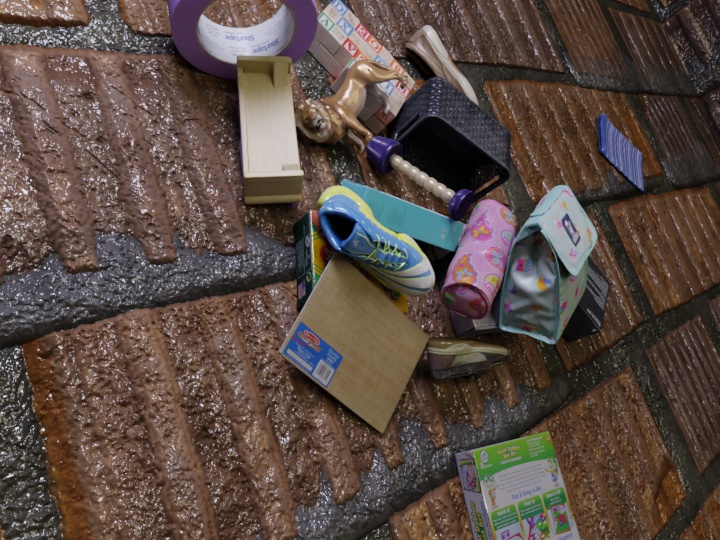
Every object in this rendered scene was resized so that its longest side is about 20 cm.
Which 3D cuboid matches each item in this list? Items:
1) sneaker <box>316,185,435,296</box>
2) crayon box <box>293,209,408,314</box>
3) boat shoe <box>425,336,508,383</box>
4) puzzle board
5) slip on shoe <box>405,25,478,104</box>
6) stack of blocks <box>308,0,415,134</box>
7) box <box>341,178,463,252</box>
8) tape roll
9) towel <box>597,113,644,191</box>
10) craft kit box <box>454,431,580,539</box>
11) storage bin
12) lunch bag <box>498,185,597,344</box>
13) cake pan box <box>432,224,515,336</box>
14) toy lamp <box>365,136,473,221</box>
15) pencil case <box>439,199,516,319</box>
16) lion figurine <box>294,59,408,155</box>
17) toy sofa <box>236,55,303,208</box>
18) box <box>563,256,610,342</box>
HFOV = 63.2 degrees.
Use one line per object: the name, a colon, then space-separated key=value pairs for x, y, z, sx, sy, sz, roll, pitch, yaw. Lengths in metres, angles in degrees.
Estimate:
sneaker: x=0.014 y=-0.024 z=0.772 sx=0.198 sy=0.076 sz=0.105 roll=39 pitch=22 yaw=-4
crayon box: x=0.000 y=0.000 z=0.851 sx=0.195 sy=0.050 sz=0.131 roll=12 pitch=62 yaw=-35
boat shoe: x=0.163 y=0.140 z=0.912 sx=0.196 sy=0.072 sz=0.067 roll=11 pitch=87 yaw=-44
puzzle board: x=-0.003 y=0.099 z=0.783 sx=0.199 sy=0.017 sz=0.153 roll=42 pitch=67 yaw=-27
slip on shoe: x=0.163 y=-0.383 z=1.165 sx=0.060 sy=0.076 sz=0.202 roll=-36 pitch=105 yaw=-4
stack of blocks: x=-0.006 y=-0.351 z=1.008 sx=0.199 sy=0.058 sz=0.117 roll=43 pitch=49 yaw=-15
box: x=0.062 y=-0.084 z=0.913 sx=0.195 sy=0.082 sz=0.051 roll=16 pitch=97 yaw=-33
tape roll: x=-0.157 y=-0.349 z=0.787 sx=0.196 sy=0.199 sz=0.068 roll=0 pitch=68 yaw=-38
towel: x=0.721 y=-0.327 z=1.614 sx=0.197 sy=0.024 sz=0.148 roll=32 pitch=53 yaw=-23
craft kit box: x=0.243 y=0.360 z=0.882 sx=0.195 sy=0.048 sz=0.204 roll=3 pitch=70 yaw=-38
storage bin: x=0.157 y=-0.219 z=1.024 sx=0.197 sy=0.134 sz=0.096 roll=29 pitch=53 yaw=-24
lunch bag: x=0.301 y=-0.018 z=0.939 sx=0.170 sy=0.119 sz=0.206 roll=-38 pitch=133 yaw=-45
cake pan box: x=0.218 y=0.014 z=1.023 sx=0.196 sy=0.052 sz=0.190 roll=-1 pitch=68 yaw=-40
toy lamp: x=0.090 y=-0.154 z=0.942 sx=0.198 sy=0.059 sz=0.058 roll=38 pitch=43 yaw=23
pencil case: x=0.191 y=-0.020 z=0.931 sx=0.087 sy=0.087 sz=0.203 roll=40 pitch=50 yaw=-16
lion figurine: x=-0.014 y=-0.271 z=0.926 sx=0.121 sy=0.072 sz=0.203 roll=35 pitch=70 yaw=-8
toy sofa: x=-0.131 y=-0.192 z=0.827 sx=0.080 sy=0.098 sz=0.206 roll=-3 pitch=69 yaw=-13
box: x=0.394 y=0.014 z=1.147 sx=0.200 sy=0.078 sz=0.142 roll=47 pitch=45 yaw=-12
